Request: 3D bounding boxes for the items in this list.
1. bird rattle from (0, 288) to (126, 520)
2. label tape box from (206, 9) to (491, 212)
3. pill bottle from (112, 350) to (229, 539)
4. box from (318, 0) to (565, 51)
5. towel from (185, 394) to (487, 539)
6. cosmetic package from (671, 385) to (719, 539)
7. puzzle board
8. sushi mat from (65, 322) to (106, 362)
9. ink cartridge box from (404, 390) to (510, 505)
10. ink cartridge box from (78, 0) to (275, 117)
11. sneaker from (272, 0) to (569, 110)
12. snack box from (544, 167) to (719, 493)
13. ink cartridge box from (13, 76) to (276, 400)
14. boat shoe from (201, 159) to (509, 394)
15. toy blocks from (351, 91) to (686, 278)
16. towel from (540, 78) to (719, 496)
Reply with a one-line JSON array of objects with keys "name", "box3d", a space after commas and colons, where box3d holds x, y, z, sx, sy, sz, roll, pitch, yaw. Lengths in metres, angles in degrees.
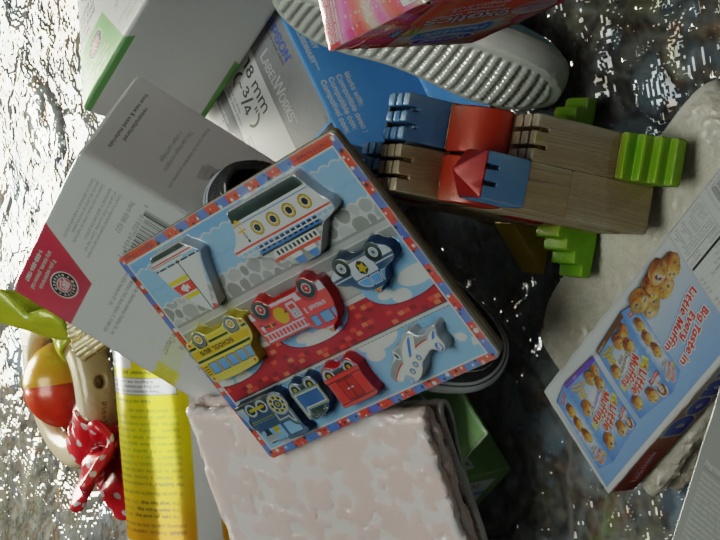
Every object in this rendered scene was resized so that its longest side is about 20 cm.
[{"name": "bird rattle", "box3d": [-0.206, 0.089, 1.707, 0.163, 0.113, 0.200, -9, 102, 64]}, {"name": "label tape box", "box3d": [-0.019, -0.096, 1.426, 0.200, 0.063, 0.144, -50, 58, 45]}, {"name": "pill bottle", "box3d": [-0.107, 0.130, 1.541, 0.109, 0.109, 0.200, 0, 95, 53]}, {"name": "box", "box3d": [0.027, -0.221, 1.173, 0.095, 0.103, 0.200, -19, 81, 53]}, {"name": "towel", "box3d": [-0.002, 0.165, 1.371, 0.191, 0.032, 0.200, -3, 112, 38]}, {"name": "cosmetic package", "box3d": [0.226, 0.092, 1.100, 0.090, 0.107, 0.200, 42, 129, 42]}, {"name": "puzzle board", "box3d": [-0.034, 0.020, 1.262, 0.200, 0.017, 0.151, -28, 105, 44]}, {"name": "sushi mat", "box3d": [-0.140, -0.023, 1.585, 0.200, 0.012, 0.096, -32, 68, 29]}, {"name": "ink cartridge box", "box3d": [0.026, 0.109, 1.401, 0.104, 0.059, 0.200, 60, 138, 24]}, {"name": "ink cartridge box", "box3d": [-0.122, -0.212, 1.477, 0.146, 0.084, 0.200, -53, 35, 42]}, {"name": "sneaker", "box3d": [0.044, -0.159, 1.330, 0.200, 0.074, 0.082, 23, 72, 28]}, {"name": "snack box", "box3d": [0.167, 0.029, 1.179, 0.072, 0.024, 0.200, 58, 135, 27]}, {"name": "ink cartridge box", "box3d": [-0.091, -0.001, 1.388, 0.200, 0.083, 0.145, 32, 136, -3]}, {"name": "boat shoe", "box3d": [0.000, 0.000, 1.284, 0.200, 0.070, 0.066, 37, 167, 0]}, {"name": "toy blocks", "box3d": [0.062, -0.058, 1.233, 0.200, 0.137, 0.100, 6, 85, 65]}, {"name": "towel", "box3d": [0.176, 0.014, 1.213, 0.133, 0.034, 0.200, 57, 135, 28]}]
